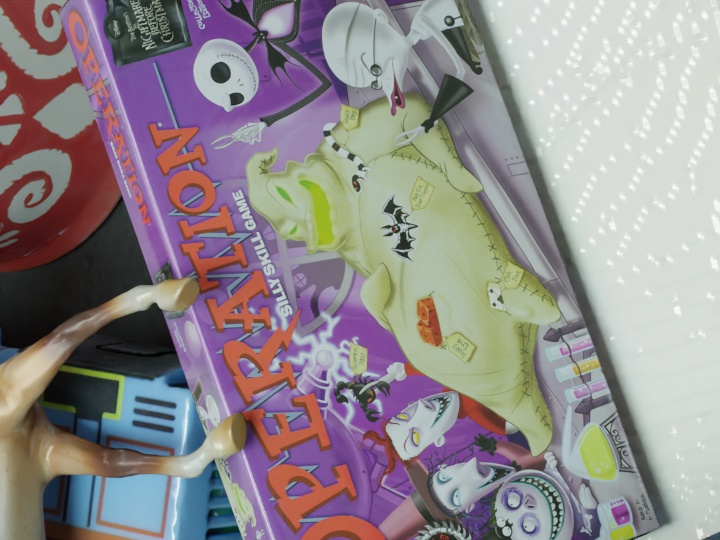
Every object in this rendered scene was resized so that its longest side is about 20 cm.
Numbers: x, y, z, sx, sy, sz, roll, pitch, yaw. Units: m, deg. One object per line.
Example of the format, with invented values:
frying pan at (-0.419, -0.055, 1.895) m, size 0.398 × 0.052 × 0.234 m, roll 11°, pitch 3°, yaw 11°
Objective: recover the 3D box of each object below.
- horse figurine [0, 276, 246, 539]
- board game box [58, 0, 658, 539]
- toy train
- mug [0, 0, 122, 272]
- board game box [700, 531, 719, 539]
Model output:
horse figurine at (-0.092, 0.086, 0.817) m, size 0.132 × 0.050 × 0.201 m, roll -10°, pitch 79°, yaw 28°
board game box at (0.000, 0.000, 0.848) m, size 0.201 × 0.119 × 0.032 m, roll 70°, pitch 159°, yaw 7°
toy train at (-0.110, 0.073, 0.907) m, size 0.199 × 0.087 × 0.115 m, roll 8°, pitch 91°, yaw 32°
mug at (-0.192, -0.054, 0.914) m, size 0.177 × 0.200 × 0.134 m, roll -11°, pitch 90°, yaw 32°
board game box at (0.079, 0.097, 0.755) m, size 0.198 × 0.200 × 0.044 m, roll -29°, pitch 82°, yaw 31°
